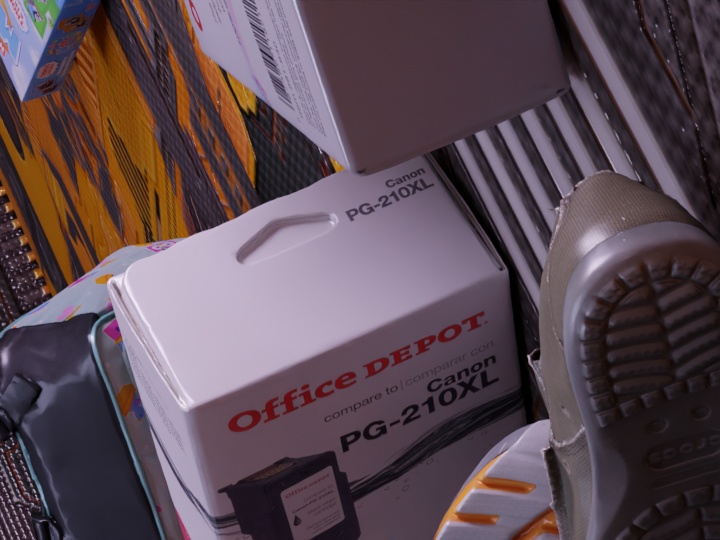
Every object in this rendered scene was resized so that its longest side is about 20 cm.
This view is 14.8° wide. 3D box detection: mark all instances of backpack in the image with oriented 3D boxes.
[{"bbox_3d":[-0.096,0.069,1.571,0.176,0.153,0.200,68,-153,-14],"label":"backpack"}]

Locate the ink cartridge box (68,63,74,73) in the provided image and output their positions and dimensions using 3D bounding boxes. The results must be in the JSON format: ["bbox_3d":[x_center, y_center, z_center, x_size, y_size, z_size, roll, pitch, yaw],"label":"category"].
[{"bbox_3d":[-0.292,-0.279,2.180,0.200,0.041,0.200,82,162,-54],"label":"ink cartridge box"}]

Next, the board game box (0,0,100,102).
[{"bbox_3d":[-0.238,-0.222,1.947,0.151,0.037,0.200,65,160,10],"label":"board game box"}]

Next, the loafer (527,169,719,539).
[{"bbox_3d":[0.093,0.048,0.860,0.070,0.075,0.200,-107,7,-47],"label":"loafer"}]

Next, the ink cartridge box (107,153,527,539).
[{"bbox_3d":[-0.010,0.063,1.171,0.084,0.145,0.200,57,166,38],"label":"ink cartridge box"}]

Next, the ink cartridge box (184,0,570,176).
[{"bbox_3d":[-0.016,-0.133,0.958,0.200,0.084,0.145,-138,27,-66],"label":"ink cartridge box"}]

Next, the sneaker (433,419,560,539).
[{"bbox_3d":[0.069,0.128,1.123,0.077,0.078,0.200,-69,-12,-46],"label":"sneaker"}]
